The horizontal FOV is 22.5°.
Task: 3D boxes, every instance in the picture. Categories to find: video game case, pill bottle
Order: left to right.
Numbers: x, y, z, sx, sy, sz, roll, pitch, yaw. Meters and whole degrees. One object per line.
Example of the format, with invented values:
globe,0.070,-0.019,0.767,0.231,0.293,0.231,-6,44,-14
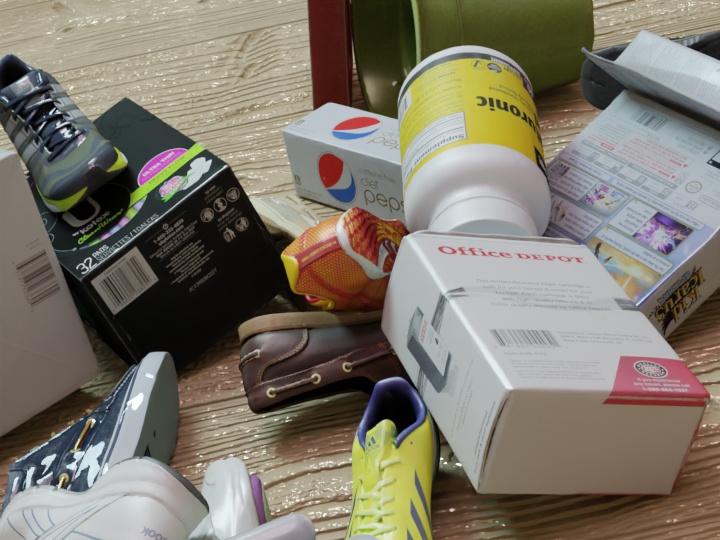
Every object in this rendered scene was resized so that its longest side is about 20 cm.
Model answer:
pill bottle,0.086,-0.071,1.370,0.111,0.112,0.201,-9,41,6
video game case,0.203,-0.037,1.364,0.181,0.046,0.200,-42,35,-8

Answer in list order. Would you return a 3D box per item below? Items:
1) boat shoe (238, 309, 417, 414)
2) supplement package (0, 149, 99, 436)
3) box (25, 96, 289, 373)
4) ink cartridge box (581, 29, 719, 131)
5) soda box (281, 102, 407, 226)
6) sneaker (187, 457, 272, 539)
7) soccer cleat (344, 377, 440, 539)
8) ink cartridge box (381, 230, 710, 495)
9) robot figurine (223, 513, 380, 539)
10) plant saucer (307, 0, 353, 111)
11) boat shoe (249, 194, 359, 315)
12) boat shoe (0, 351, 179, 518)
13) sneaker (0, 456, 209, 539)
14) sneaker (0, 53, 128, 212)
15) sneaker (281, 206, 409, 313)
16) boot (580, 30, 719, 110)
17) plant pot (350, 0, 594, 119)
boat shoe,0.012,0.066,1.303,0.199,0.070,0.071,-7,65,-6
supplement package,-0.333,0.014,1.379,0.147,0.192,0.200,-32,28,-31
box,-0.175,-0.026,1.445,0.148,0.125,0.200,-38,34,-12
ink cartridge box,0.295,-0.115,1.396,0.041,0.199,0.200,-59,37,3
soda box,0.023,-0.087,1.561,0.064,0.068,0.199,-33,35,-33
sneaker,-0.100,0.184,1.119,0.099,0.075,0.200,-11,29,2
soccer cleat,0.015,0.142,1.137,0.064,0.084,0.200,-8,29,10
ink cartridge box,0.114,0.058,1.189,0.145,0.085,0.200,4,30,-21
robot figurine,-0.029,0.217,0.982,0.199,0.113,0.170,-20,68,-19
plant saucer,-0.028,-0.241,1.727,0.036,0.201,0.200,-1,29,1
boat shoe,-0.036,-0.015,1.456,0.065,0.073,0.200,-18,29,-23
boat shoe,-0.187,0.124,1.263,0.090,0.071,0.201,-2,32,10
sneaker,-0.179,0.178,1.114,0.200,0.074,0.087,-29,26,43
sneaker,-0.247,-0.109,1.422,0.074,0.081,0.200,-39,35,-10
sneaker,0.000,0.000,1.328,0.077,0.200,0.073,-25,68,17
boot,0.298,-0.166,1.545,0.199,0.074,0.151,-2,6,18
plant pot,0.109,-0.227,1.681,0.189,0.201,0.200,-8,27,-16
